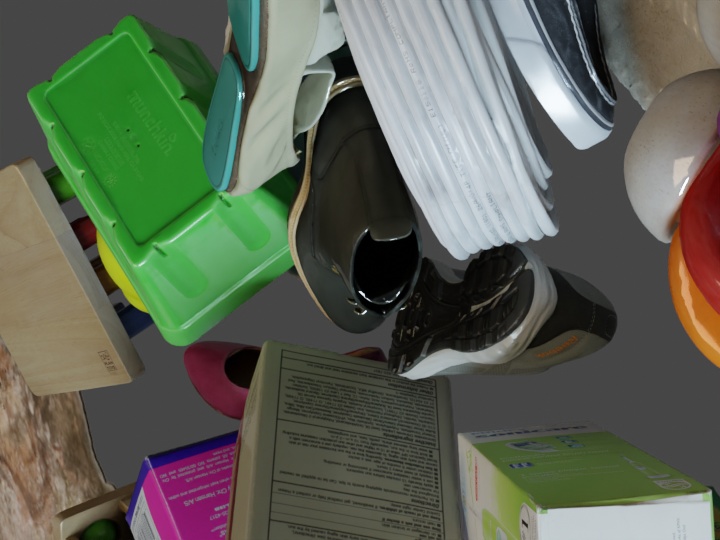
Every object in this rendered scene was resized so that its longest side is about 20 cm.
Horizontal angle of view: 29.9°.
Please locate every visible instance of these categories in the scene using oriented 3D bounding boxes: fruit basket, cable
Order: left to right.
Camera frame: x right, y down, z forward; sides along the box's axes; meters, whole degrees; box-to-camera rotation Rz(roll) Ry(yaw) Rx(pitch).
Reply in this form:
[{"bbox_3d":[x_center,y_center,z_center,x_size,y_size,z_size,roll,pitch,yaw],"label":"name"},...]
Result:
[{"bbox_3d":[-0.129,-0.048,0.949,0.217,0.155,0.216,54,-179,-1],"label":"fruit basket"},{"bbox_3d":[0.041,-0.105,0.689,0.200,0.069,0.202,57,-163,-48],"label":"cable"}]

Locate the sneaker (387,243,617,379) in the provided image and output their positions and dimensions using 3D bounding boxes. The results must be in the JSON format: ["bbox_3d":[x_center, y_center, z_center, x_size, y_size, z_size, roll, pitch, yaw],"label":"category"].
[{"bbox_3d":[0.074,0.033,0.787,0.200,0.079,0.075,-9,66,67],"label":"sneaker"}]

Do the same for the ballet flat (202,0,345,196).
[{"bbox_3d":[-0.041,-0.113,0.687,0.070,0.069,0.201,56,153,21],"label":"ballet flat"}]

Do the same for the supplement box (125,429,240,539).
[{"bbox_3d":[-0.075,0.222,0.918,0.201,0.102,0.102,64,151,25],"label":"supplement box"}]

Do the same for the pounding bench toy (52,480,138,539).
[{"bbox_3d":[-0.197,0.270,1.101,0.155,0.199,0.126,26,122,43],"label":"pounding bench toy"}]

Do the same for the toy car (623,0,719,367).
[{"bbox_3d":[0.189,-0.042,0.533,0.174,0.150,0.202,33,128,20],"label":"toy car"}]

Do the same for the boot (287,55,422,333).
[{"bbox_3d":[0.000,0.000,0.775,0.201,0.076,0.139,84,176,-46],"label":"boot"}]

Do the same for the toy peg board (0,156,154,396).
[{"bbox_3d":[-0.256,-0.006,1.186,0.199,0.098,0.201,-12,109,52],"label":"toy peg board"}]

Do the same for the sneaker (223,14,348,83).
[{"bbox_3d":[-0.050,-0.160,0.787,0.200,0.073,0.088,168,97,-79],"label":"sneaker"}]

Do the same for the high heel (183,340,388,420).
[{"bbox_3d":[-0.052,0.064,0.955,0.198,0.067,0.097,18,127,30],"label":"high heel"}]

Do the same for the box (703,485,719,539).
[{"bbox_3d":[0.178,0.197,0.676,0.200,0.048,0.119,-113,21,-65],"label":"box"}]

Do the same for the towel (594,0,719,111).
[{"bbox_3d":[0.142,-0.168,0.664,0.201,0.034,0.133,56,140,21],"label":"towel"}]

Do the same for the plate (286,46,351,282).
[{"bbox_3d":[-0.030,-0.089,0.910,0.199,0.025,0.203,22,118,47],"label":"plate"}]

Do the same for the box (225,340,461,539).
[{"bbox_3d":[-0.014,0.156,0.806,0.201,0.126,0.110,-89,14,-52],"label":"box"}]

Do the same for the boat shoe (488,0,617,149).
[{"bbox_3d":[0.092,-0.161,0.651,0.067,0.072,0.202,-20,94,22],"label":"boat shoe"}]

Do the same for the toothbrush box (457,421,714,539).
[{"bbox_3d":[0.110,0.167,0.691,0.200,0.085,0.148,-148,55,-84],"label":"toothbrush box"}]
